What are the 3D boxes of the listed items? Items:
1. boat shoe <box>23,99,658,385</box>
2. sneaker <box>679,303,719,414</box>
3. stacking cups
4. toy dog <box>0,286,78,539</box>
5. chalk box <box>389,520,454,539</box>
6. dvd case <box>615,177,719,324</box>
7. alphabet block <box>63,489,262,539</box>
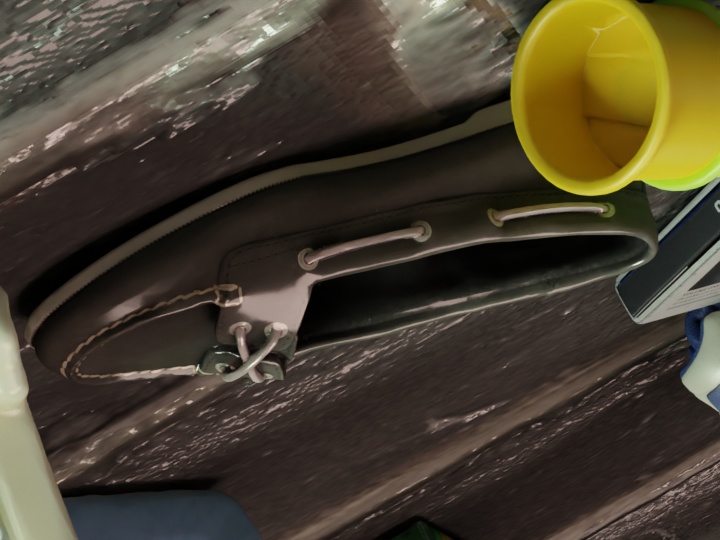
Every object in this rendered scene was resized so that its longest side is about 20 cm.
[{"bbox_3d":[0.000,0.000,0.891,0.200,0.057,0.067,-21,161,-20],"label":"boat shoe"},{"bbox_3d":[0.179,0.023,1.207,0.075,0.088,0.200,-66,172,11],"label":"sneaker"},{"bbox_3d":[0.135,-0.057,0.910,0.200,0.061,0.061,-5,151,-44],"label":"stacking cups"},{"bbox_3d":[-0.185,0.084,0.779,0.200,0.140,0.194,-22,-163,-21],"label":"toy dog"},{"bbox_3d":[0.034,0.234,1.334,0.124,0.200,0.125,-30,162,7],"label":"chalk box"},{"bbox_3d":[0.200,-0.053,1.087,0.150,0.025,0.200,-13,157,-38],"label":"dvd case"},{"bbox_3d":[-0.126,0.212,1.061,0.200,0.197,0.195,-38,157,28],"label":"alphabet block"}]
